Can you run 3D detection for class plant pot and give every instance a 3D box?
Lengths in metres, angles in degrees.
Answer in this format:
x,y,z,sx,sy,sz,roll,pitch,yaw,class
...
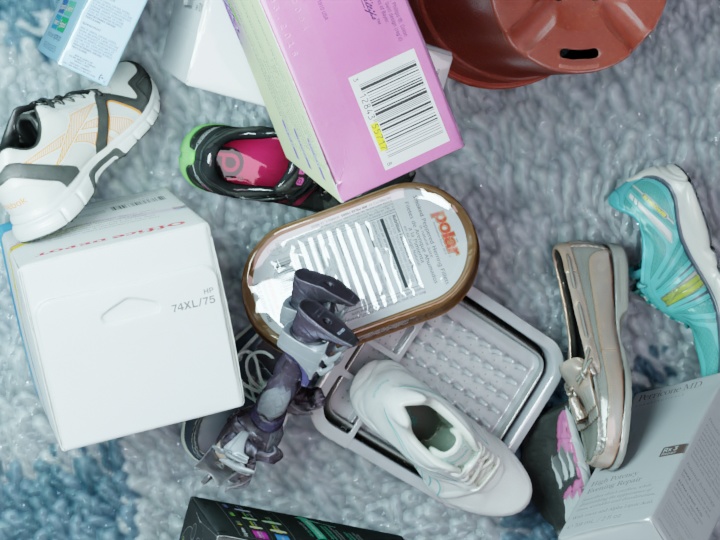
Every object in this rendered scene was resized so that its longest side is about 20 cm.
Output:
x,y,z,sx,sy,sz,roll,pitch,yaw,class
0.142,-0.238,1.605,0.200,0.195,0.202,-2,100,-14,plant pot

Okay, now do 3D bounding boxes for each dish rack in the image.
x,y,z,sx,sy,sz,roll,pitch,yaw,class
0.060,0.093,1.708,0.200,0.044,0.172,33,89,-27,dish rack

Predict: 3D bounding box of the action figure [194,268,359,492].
x,y,z,sx,sy,sz,roll,pitch,yaw,class
-0.064,0.101,1.564,0.069,0.130,0.201,28,121,1,action figure

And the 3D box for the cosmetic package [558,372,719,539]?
x,y,z,sx,sy,sz,roll,pitch,yaw,class
0.255,0.178,1.702,0.074,0.101,0.200,55,42,-19,cosmetic package

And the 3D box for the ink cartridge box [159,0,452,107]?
x,y,z,sx,sy,sz,roll,pitch,yaw,class
-0.046,-0.168,1.593,0.199,0.146,0.086,13,98,-16,ink cartridge box

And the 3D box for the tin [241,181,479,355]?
x,y,z,sx,sy,sz,roll,pitch,yaw,class
0.000,0.000,1.628,0.199,0.042,0.113,-21,83,0,tin

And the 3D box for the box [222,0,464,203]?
x,y,z,sx,sy,sz,roll,pitch,yaw,class
-0.023,-0.161,1.417,0.096,0.200,0.177,-25,106,-7,box

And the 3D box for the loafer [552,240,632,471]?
x,y,z,sx,sy,sz,roll,pitch,yaw,class
0.191,0.071,1.713,0.063,0.072,0.201,8,69,-15,loafer

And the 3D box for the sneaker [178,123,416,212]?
x,y,z,sx,sy,sz,roll,pitch,yaw,class
-0.047,-0.080,1.641,0.199,0.084,0.077,-1,100,-14,sneaker

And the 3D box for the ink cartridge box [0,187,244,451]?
x,y,z,sx,sy,sz,roll,pitch,yaw,class
-0.189,0.032,1.562,0.146,0.200,0.147,-13,103,-12,ink cartridge box

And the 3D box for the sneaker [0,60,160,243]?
x,y,z,sx,sy,sz,roll,pitch,yaw,class
-0.221,-0.111,1.548,0.073,0.200,0.080,-15,120,34,sneaker

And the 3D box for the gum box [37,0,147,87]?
x,y,z,sx,sy,sz,roll,pitch,yaw,class
-0.180,-0.245,1.533,0.044,0.170,0.201,25,93,-17,gum box

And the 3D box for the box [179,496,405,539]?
x,y,z,sx,sy,sz,roll,pitch,yaw,class
-0.056,0.289,1.682,0.199,0.124,0.149,13,96,-18,box

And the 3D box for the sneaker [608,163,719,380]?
x,y,z,sx,sy,sz,roll,pitch,yaw,class
0.275,0.007,1.756,0.079,0.078,0.201,-20,97,5,sneaker

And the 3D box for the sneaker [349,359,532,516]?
x,y,z,sx,sy,sz,roll,pitch,yaw,class
0.075,0.152,1.664,0.200,0.080,0.071,39,86,-30,sneaker

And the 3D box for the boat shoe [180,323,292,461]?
x,y,z,sx,sy,sz,roll,pitch,yaw,class
-0.073,0.083,1.673,0.200,0.062,0.075,-46,109,-3,boat shoe

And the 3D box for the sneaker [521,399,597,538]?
x,y,z,sx,sy,sz,roll,pitch,yaw,class
0.208,0.204,1.773,0.086,0.080,0.201,-24,104,-34,sneaker
